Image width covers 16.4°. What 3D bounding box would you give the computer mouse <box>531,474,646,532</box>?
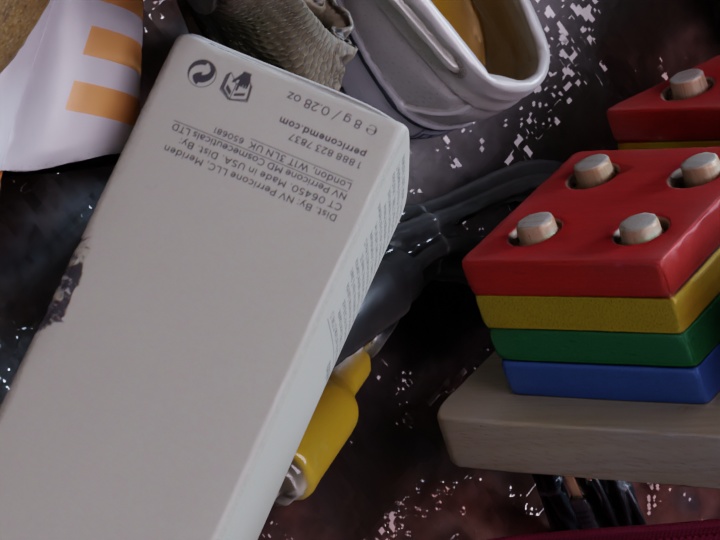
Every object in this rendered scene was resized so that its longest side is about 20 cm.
[{"bbox_3d":[0.103,0.140,0.802,0.034,0.059,0.200,-37,103,-28],"label":"computer mouse"}]

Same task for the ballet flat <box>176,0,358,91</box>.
[{"bbox_3d":[-0.029,-0.086,0.668,0.046,0.200,0.067,-24,70,-3],"label":"ballet flat"}]

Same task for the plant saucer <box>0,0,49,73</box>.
[{"bbox_3d":[-0.163,-0.100,0.565,0.200,0.200,0.035,48,20,-21],"label":"plant saucer"}]

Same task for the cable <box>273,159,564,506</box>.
[{"bbox_3d":[0.000,0.000,0.772,0.200,0.050,0.097,-30,86,-49],"label":"cable"}]

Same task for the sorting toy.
[{"bbox_3d":[0.146,-0.018,0.739,0.199,0.200,0.070,-42,121,-41],"label":"sorting toy"}]

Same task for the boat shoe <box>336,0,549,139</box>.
[{"bbox_3d":[-0.001,-0.135,0.761,0.071,0.070,0.200,-33,102,-36],"label":"boat shoe"}]

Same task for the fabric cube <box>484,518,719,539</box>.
[{"bbox_3d":[0.079,0.204,0.686,0.200,0.196,0.200,-36,106,-36],"label":"fabric cube"}]

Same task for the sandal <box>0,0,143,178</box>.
[{"bbox_3d":[-0.097,-0.028,0.673,0.059,0.079,0.207,21,78,-34],"label":"sandal"}]

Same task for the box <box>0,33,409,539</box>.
[{"bbox_3d":[-0.056,0.047,0.651,0.068,0.082,0.200,23,75,6],"label":"box"}]
